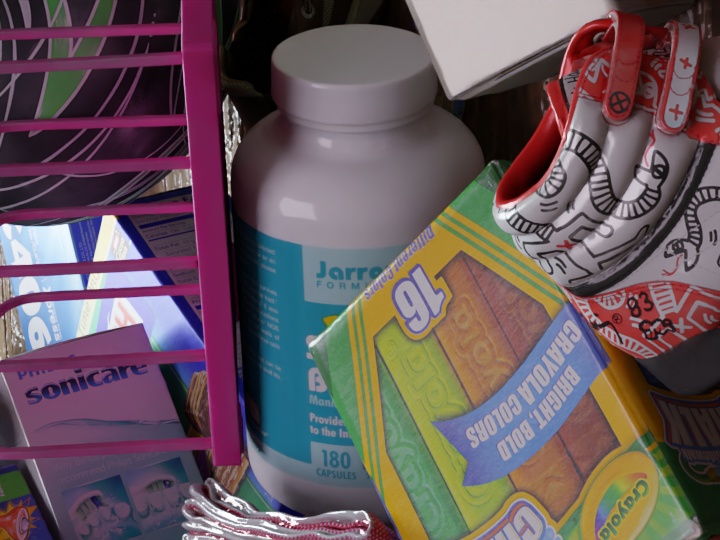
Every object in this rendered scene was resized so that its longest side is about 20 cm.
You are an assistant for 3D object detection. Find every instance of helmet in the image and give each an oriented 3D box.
[{"bbox_3d":[-0.151,-0.125,1.005,0.192,0.199,0.200,57,141,7],"label":"helmet"}]

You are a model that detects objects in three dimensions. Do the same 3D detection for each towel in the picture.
[{"bbox_3d":[0.033,0.145,0.844,0.146,0.199,0.030,-1,61,55],"label":"towel"}]

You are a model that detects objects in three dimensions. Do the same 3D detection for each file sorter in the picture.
[{"bbox_3d":[-0.119,-0.034,0.872,0.139,0.124,0.202,-97,5,-58],"label":"file sorter"}]

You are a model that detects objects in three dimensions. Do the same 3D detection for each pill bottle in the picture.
[{"bbox_3d":[0.000,0.000,0.870,0.111,0.110,0.202,32,133,47],"label":"pill bottle"}]

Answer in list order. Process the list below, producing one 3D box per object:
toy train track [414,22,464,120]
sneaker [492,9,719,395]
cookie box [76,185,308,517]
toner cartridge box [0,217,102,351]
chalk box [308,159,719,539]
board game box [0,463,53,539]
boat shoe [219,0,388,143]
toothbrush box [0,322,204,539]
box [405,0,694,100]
[{"bbox_3d":[0.043,-0.130,0.869,0.114,0.032,0.202,24,124,37],"label":"toy train track"},{"bbox_3d":[0.132,-0.059,0.637,0.201,0.108,0.067,-46,15,21],"label":"sneaker"},{"bbox_3d":[-0.075,0.084,1.052,0.200,0.075,0.172,51,139,36],"label":"cookie box"},{"bbox_3d":[-0.178,-0.025,1.200,0.095,0.043,0.202,-24,78,53],"label":"toner cartridge box"},{"bbox_3d":[0.093,0.076,0.746,0.124,0.123,0.201,-45,60,33],"label":"chalk box"},{"bbox_3d":[-0.171,0.208,0.984,0.136,0.034,0.201,57,146,30],"label":"board game box"},{"bbox_3d":[-0.041,-0.095,0.957,0.075,0.074,0.204,41,130,42],"label":"boat shoe"},{"bbox_3d":[-0.133,0.151,1.014,0.201,0.085,0.146,66,149,16],"label":"toothbrush box"},{"bbox_3d":[0.042,-0.173,0.761,0.077,0.095,0.202,-25,89,29],"label":"box"}]
